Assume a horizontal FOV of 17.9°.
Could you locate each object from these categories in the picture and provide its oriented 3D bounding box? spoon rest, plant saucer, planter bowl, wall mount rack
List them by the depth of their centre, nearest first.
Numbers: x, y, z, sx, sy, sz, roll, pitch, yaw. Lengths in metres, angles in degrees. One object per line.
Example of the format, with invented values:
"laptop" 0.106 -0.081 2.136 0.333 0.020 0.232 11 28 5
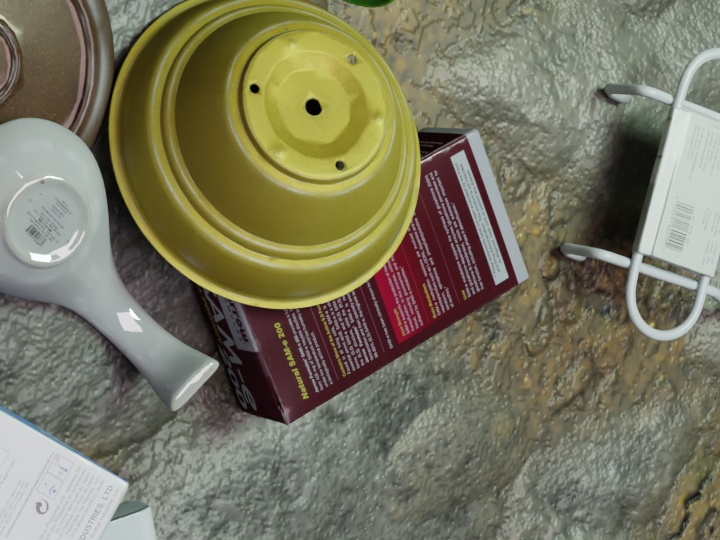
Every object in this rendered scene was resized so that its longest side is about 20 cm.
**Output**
"plant saucer" -0.223 -0.118 1.285 0.199 0.032 0.202 -4 97 -31
"spoon rest" -0.163 -0.002 1.314 0.099 0.061 0.200 -45 120 -12
"planter bowl" -0.040 -0.084 1.332 0.199 0.083 0.202 6 74 -21
"wall mount rack" 0.230 -0.046 1.563 0.173 0.074 0.201 18 86 -29

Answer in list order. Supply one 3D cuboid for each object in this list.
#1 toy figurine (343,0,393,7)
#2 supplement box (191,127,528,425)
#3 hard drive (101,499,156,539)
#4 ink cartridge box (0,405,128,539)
"toy figurine" 0.003 -0.291 1.360 0.200 0.150 0.185 51 59 -35
"supplement box" 0.000 0.000 1.423 0.199 0.061 0.109 -29 109 -27
"hard drive" -0.169 0.253 1.366 0.131 0.027 0.201 -16 104 -30
"ink cartridge box" -0.248 0.125 1.257 0.199 0.076 0.137 32 78 -19
